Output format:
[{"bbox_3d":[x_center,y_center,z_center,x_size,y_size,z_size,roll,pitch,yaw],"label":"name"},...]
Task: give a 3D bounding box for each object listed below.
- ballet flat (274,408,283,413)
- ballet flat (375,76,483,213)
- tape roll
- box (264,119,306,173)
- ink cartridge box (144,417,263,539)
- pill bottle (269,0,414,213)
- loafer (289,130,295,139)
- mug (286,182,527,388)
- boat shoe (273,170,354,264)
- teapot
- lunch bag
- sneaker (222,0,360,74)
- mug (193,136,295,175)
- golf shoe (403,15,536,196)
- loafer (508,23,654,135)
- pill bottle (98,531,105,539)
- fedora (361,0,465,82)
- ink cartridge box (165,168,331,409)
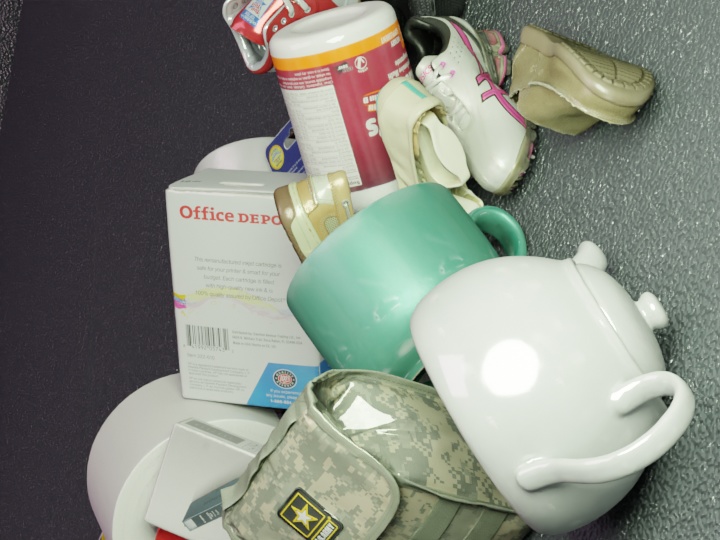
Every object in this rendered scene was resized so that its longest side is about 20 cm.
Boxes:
[{"bbox_3d":[-0.118,0.097,1.933,0.200,0.070,0.071,-157,82,-68],"label":"ballet flat"},{"bbox_3d":[0.064,-0.064,1.500,0.070,0.069,0.200,-108,-2,-54],"label":"ballet flat"},{"bbox_3d":[-0.144,0.209,1.732,0.139,0.202,0.203,-137,63,-66],"label":"tape roll"},{"bbox_3d":[-0.018,-0.050,1.698,0.121,0.032,0.201,-42,68,54],"label":"box"},{"bbox_3d":[-0.090,0.243,1.602,0.045,0.199,0.177,-13,-58,-73],"label":"ink cartridge box"},{"bbox_3d":[0.001,-0.114,1.561,0.110,0.109,0.201,-146,37,-67],"label":"pill bottle"},{"bbox_3d":[-0.020,-0.149,1.837,0.200,0.063,0.072,131,146,-49],"label":"loafer"},{"bbox_3d":[0.050,0.017,1.409,0.115,0.185,0.152,54,179,21],"label":"mug"},{"bbox_3d":[0.000,0.000,1.517,0.072,0.076,0.200,-109,-6,-45],"label":"boat shoe"},{"bbox_3d":[0.135,0.065,1.210,0.146,0.197,0.200,-32,68,8],"label":"teapot"},{"bbox_3d":[0.012,0.165,1.378,0.164,0.199,0.118,-55,29,40],"label":"lunch bag"},{"bbox_3d":[-0.056,-0.260,1.610,0.071,0.112,0.201,34,126,44],"label":"sneaker"},{"bbox_3d":[-0.077,-0.020,1.835,0.149,0.186,0.154,-22,56,29],"label":"mug"},{"bbox_3d":[0.084,-0.136,1.535,0.073,0.092,0.200,-58,30,32],"label":"golf shoe"},{"bbox_3d":[0.159,-0.132,1.380,0.200,0.076,0.068,-117,44,-73],"label":"loafer"},{"bbox_3d":[-0.193,0.246,1.953,0.113,0.112,0.200,-102,33,-48],"label":"pill bottle"},{"bbox_3d":[0.037,-0.249,1.689,0.200,0.091,0.201,37,139,41],"label":"fedora"},{"bbox_3d":[-0.088,0.014,1.674,0.085,0.144,0.201,-37,-52,-60],"label":"ink cartridge box"}]
